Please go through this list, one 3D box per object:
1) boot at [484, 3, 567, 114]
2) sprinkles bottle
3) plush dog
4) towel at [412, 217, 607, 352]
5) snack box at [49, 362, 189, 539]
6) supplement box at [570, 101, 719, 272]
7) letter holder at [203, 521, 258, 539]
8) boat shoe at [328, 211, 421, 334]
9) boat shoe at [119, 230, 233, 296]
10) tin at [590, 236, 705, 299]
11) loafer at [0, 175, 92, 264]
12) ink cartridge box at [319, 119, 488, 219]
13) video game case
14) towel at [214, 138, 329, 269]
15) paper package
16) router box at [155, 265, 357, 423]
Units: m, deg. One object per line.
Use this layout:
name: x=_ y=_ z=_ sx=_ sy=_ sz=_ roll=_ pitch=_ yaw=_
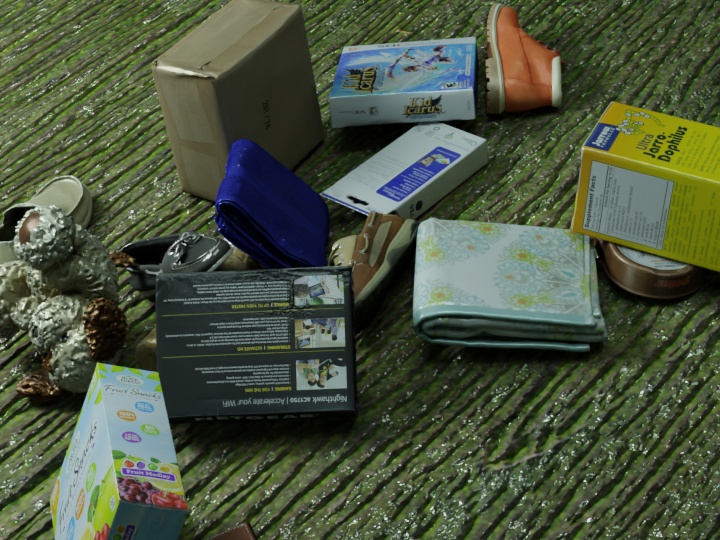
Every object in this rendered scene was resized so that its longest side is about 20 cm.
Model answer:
boot: x=0.213 y=-0.276 z=1.994 sx=0.107 sy=0.075 sz=0.200 roll=-2 pitch=47 yaw=3
sprinkles bottle: x=-0.166 y=0.041 z=1.661 sx=0.068 sy=0.068 sz=0.200 roll=11 pitch=42 yaw=24
plush dog: x=-0.302 y=0.049 z=1.616 sx=0.160 sy=0.200 sz=0.172 roll=7 pitch=55 yaw=-36
towel: x=0.157 y=0.015 z=1.625 sx=0.200 sy=0.048 sz=0.171 roll=5 pitch=37 yaw=1
snack box: x=-0.219 y=0.208 z=1.362 sx=0.068 sy=0.169 sz=0.200 roll=12 pitch=27 yaw=-21
supplement box: x=0.338 y=-0.087 z=1.625 sx=0.200 sy=0.109 sz=0.110 roll=17 pitch=40 yaw=18
letter holder: x=-0.116 y=0.330 z=1.258 sx=0.142 sy=0.101 sz=0.200 roll=-21 pitch=39 yaw=-12
boat shoe: x=0.000 y=0.000 z=1.665 sx=0.074 sy=0.076 sz=0.200 roll=26 pitch=37 yaw=8
boat shoe: x=-0.209 y=-0.013 z=1.670 sx=0.067 sy=0.057 sz=0.200 roll=-49 pitch=18 yaw=-28
tin: x=0.313 y=-0.043 z=1.687 sx=0.112 sy=0.042 sz=0.200 roll=-1 pitch=37 yaw=-10
loafer: x=-0.382 y=-0.057 z=1.827 sx=0.076 sy=0.068 sz=0.200 roll=5 pitch=40 yaw=17
ink cartridge box: x=0.054 y=-0.111 z=1.835 sx=0.099 sy=0.039 sz=0.200 roll=26 pitch=48 yaw=36
video game case: x=0.059 y=-0.244 z=1.968 sx=0.181 sy=0.045 sz=0.200 roll=-4 pitch=26 yaw=7
towel: x=-0.100 y=-0.062 z=1.716 sx=0.050 sy=0.148 sz=0.200 roll=-44 pitch=17 yaw=19
paper package: x=-0.143 y=-0.205 z=1.862 sx=0.103 sy=0.200 sz=0.191 roll=17 pitch=45 yaw=30
router box: x=-0.105 y=0.075 z=1.543 sx=0.200 sy=0.051 sz=0.149 roll=-2 pitch=78 yaw=2
